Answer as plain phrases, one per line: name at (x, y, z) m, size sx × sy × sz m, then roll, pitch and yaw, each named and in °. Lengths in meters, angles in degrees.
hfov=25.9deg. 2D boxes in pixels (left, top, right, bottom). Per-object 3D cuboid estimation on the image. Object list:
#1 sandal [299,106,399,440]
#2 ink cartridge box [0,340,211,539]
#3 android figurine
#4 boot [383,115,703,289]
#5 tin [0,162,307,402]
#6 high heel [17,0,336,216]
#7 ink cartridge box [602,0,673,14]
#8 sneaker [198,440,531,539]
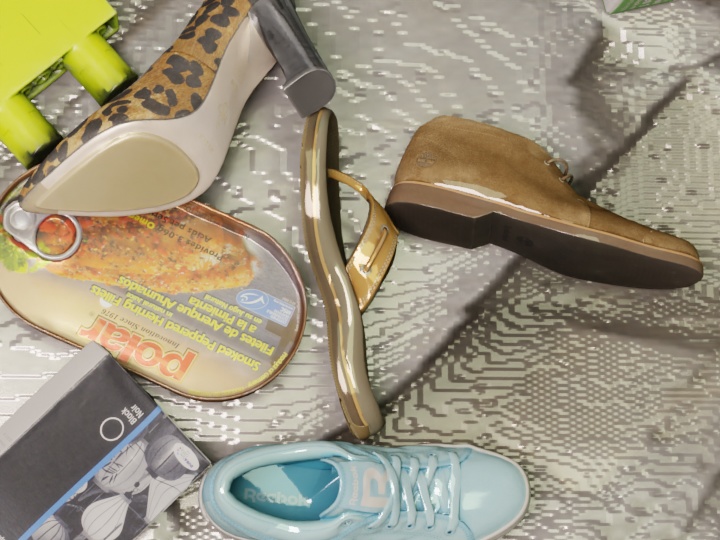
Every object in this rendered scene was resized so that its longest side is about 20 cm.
sandal at (0.000, 0.000, 0.941) m, size 0.054 × 0.080 × 0.200 m, roll -10°, pitch 86°, yaw 4°
ink cartridge box at (-0.190, 0.144, 0.896) m, size 0.200 × 0.039 × 0.099 m, roll -45°, pitch 116°, yaw -10°
android figurine at (-0.237, -0.164, 0.972) m, size 0.182 × 0.041 × 0.200 m, roll -40°, pitch 87°, yaw -11°
boot at (0.120, -0.042, 0.970) m, size 0.200 × 0.074 × 0.075 m, roll 17°, pitch 68°, yaw 0°
tin at (-0.129, 0.007, 0.949) m, size 0.200 × 0.042 × 0.112 m, roll 25°, pitch 74°, yaw 0°
high heel at (-0.122, -0.108, 0.953) m, size 0.200 × 0.071 × 0.143 m, roll -25°, pitch 42°, yaw -3°
ink cartridge box at (0.244, -0.262, 1.013) m, size 0.200 × 0.084 × 0.146 m, roll -12°, pitch 81°, yaw -8°
sneaker at (0.006, 0.135, 0.914) m, size 0.200 × 0.082 × 0.074 m, roll -3°, pitch 80°, yaw -6°
